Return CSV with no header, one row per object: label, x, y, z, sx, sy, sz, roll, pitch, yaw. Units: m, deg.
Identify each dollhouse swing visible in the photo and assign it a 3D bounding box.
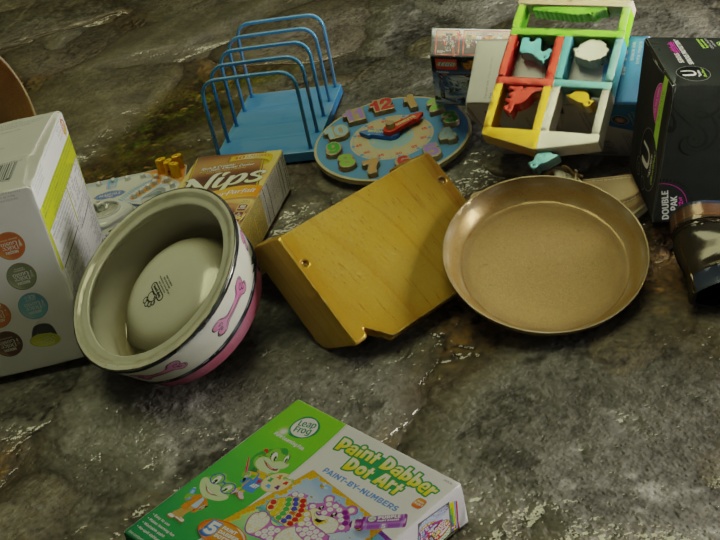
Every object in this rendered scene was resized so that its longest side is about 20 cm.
dollhouse swing,0.000,0.000,1.314,0.199,0.176,0.183,-31,76,-29

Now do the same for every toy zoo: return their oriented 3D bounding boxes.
toy zoo,0.204,-0.194,1.326,0.129,0.020,0.203,8,70,28

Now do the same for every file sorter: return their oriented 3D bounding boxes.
file sorter,-0.116,-0.237,1.661,0.136,0.124,0.201,-5,32,14

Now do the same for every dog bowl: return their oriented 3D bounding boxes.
dog bowl,-0.182,0.023,1.241,0.198,0.074,0.203,-18,52,25

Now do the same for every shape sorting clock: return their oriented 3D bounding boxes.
shape sorting clock,0.039,-0.164,1.563,0.196,0.040,0.201,-10,31,6

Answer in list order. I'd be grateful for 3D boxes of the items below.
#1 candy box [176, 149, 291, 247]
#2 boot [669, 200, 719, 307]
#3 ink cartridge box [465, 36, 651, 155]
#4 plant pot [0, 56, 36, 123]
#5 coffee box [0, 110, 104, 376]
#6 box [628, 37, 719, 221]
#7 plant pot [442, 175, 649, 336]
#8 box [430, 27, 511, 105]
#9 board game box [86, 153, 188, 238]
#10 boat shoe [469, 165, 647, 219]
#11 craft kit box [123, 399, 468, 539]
candy box,-0.162,-0.066,1.462,0.113,0.056,0.201,-3,32,17
boot,0.388,-0.011,1.172,0.196,0.075,0.098,-2,53,12
ink cartridge box,0.235,-0.191,1.413,0.197,0.146,0.087,5,75,26
plant pot,-0.566,-0.182,1.711,0.197,0.188,0.187,-19,28,16
coffee box,-0.391,-0.020,1.335,0.196,0.200,0.201,-13,28,2
box,0.379,-0.138,1.251,0.196,0.151,0.125,1,30,-1
plant pot,0.177,-0.012,1.224,0.196,0.028,0.202,-2,49,3
box,0.184,-0.240,1.514,0.196,0.137,0.041,3,74,7
board game box,-0.317,-0.075,1.567,0.196,0.026,0.201,-11,31,3
boat shoe,0.206,-0.072,1.316,0.197,0.070,0.074,-15,30,-3
craft kit box,-0.052,0.201,0.998,0.196,0.049,0.198,-32,36,-34
